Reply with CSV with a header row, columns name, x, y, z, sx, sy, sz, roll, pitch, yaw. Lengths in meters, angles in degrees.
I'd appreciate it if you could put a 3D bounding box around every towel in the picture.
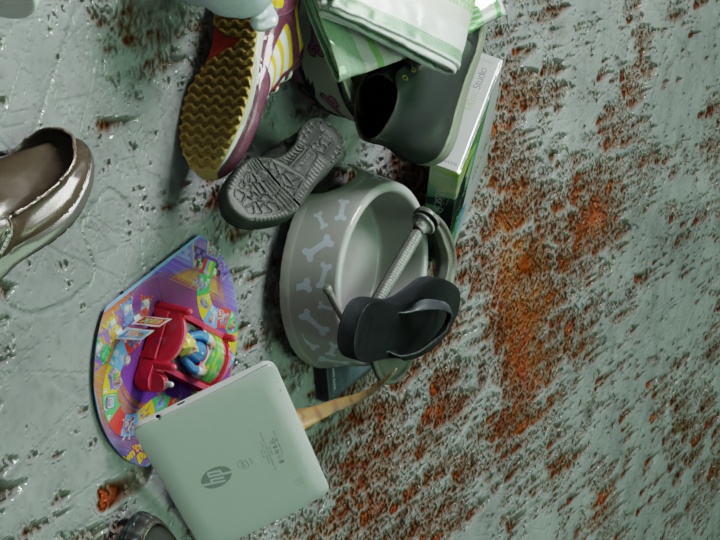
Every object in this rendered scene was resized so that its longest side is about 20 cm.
name,x,y,z,sx,sy,sz,roll,pitch,yaw
towel,0.029,-0.264,1.407,0.199,0.023,0.154,-24,93,-34
towel,0.040,-0.285,1.394,0.148,0.031,0.202,22,67,-29

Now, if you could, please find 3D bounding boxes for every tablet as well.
name,x,y,z,sx,sy,sz,roll,pitch,yaw
tablet,-0.107,0.165,1.380,0.129,0.014,0.201,-25,137,-5

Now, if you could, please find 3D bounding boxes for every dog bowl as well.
name,x,y,z,sx,sy,sz,roll,pitch,yaw
dog bowl,0.000,-0.233,1.496,0.200,0.073,0.202,-26,120,-56
dog bowl,0.000,0.000,1.540,0.199,0.058,0.202,-22,116,-56

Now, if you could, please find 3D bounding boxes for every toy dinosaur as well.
name,x,y,z,sx,sy,sz,roll,pitch,yaw
toy dinosaur,-0.064,0.137,1.426,0.198,0.106,0.061,-22,104,-11

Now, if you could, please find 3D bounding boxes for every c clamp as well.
name,x,y,z,sx,sy,sz,roll,pitch,yaw
c clamp,0.041,0.016,1.530,0.201,0.027,0.172,-55,141,-37

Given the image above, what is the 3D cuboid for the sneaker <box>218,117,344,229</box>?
name,x,y,z,sx,sy,sz,roll,pitch,yaw
sneaker,-0.078,-0.069,1.381,0.060,0.104,0.200,49,41,-3

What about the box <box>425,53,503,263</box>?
name,x,y,z,sx,sy,sz,roll,pitch,yaw
box,0.104,-0.113,1.673,0.201,0.036,0.145,89,20,-63

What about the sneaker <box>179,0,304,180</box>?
name,x,y,z,sx,sy,sz,roll,pitch,yaw
sneaker,-0.089,-0.166,1.357,0.090,0.074,0.202,24,77,-54

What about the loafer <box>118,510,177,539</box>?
name,x,y,z,sx,sy,sz,roll,pitch,yaw
loafer,-0.150,0.285,1.373,0.073,0.072,0.201,-55,141,-36

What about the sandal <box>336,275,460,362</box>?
name,x,y,z,sx,sy,sz,roll,pitch,yaw
sandal,0.045,0.054,1.488,0.200,0.042,0.077,-16,117,-59

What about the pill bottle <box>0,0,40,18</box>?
name,x,y,z,sx,sy,sz,roll,pitch,yaw
pill bottle,-0.214,-0.274,1.071,0.111,0.110,0.202,50,54,-53

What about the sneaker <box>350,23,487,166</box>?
name,x,y,z,sx,sy,sz,roll,pitch,yaw
sneaker,0.054,-0.202,1.453,0.106,0.074,0.202,12,84,-55

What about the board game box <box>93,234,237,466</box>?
name,x,y,z,sx,sy,sz,roll,pitch,yaw
board game box,-0.146,0.072,1.353,0.200,0.039,0.160,-42,132,-47

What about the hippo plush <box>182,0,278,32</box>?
name,x,y,z,sx,sy,sz,roll,pitch,yaw
hippo plush,-0.072,-0.270,1.263,0.158,0.199,0.162,17,91,-38

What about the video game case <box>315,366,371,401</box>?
name,x,y,z,sx,sy,sz,roll,pitch,yaw
video game case,0.009,0.028,1.639,0.200,0.019,0.144,-34,127,-51

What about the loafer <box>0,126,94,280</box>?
name,x,y,z,sx,sy,sz,roll,pitch,yaw
loafer,-0.255,-0.041,1.099,0.201,0.072,0.071,-55,142,-38
